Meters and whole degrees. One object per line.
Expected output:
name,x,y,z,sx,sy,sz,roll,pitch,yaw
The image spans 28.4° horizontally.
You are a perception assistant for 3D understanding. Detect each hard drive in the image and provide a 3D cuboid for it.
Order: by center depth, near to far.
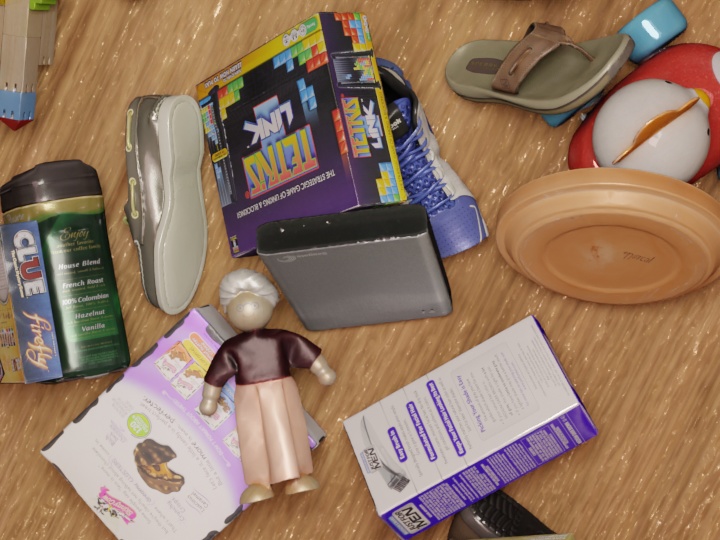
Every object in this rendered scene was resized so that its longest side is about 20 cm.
hard drive,0.000,0.000,1.222,0.139,0.200,0.033,-7,68,8

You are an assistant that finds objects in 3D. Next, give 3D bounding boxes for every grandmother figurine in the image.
grandmother figurine,-0.082,0.096,1.239,0.121,0.061,0.200,-11,85,-15

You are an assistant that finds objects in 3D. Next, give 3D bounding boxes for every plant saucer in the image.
plant saucer,0.213,-0.021,1.200,0.200,0.200,0.032,5,63,7

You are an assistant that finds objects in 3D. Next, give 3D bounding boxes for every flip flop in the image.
flip flop,0.144,-0.182,1.216,0.081,0.200,0.058,-53,128,-20

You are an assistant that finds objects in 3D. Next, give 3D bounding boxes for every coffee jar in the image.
coffee jar,-0.272,0.000,1.302,0.085,0.104,0.200,-10,91,-29

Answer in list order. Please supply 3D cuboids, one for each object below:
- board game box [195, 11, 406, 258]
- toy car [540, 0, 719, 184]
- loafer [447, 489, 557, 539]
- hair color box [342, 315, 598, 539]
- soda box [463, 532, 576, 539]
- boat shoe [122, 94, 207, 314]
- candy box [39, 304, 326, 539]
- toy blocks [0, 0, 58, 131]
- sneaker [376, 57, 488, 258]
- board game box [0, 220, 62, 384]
board game box,-0.057,-0.113,1.230,0.200,0.057,0.166,-20,80,51
toy car,0.257,-0.121,1.185,0.177,0.200,0.184,-37,88,7
loafer,0.160,0.276,1.284,0.200,0.073,0.071,42,129,4
hair color box,0.095,0.140,1.258,0.200,0.065,0.109,-29,48,6
soda box,0.102,0.277,1.229,0.200,0.064,0.068,-13,112,40
boat shoe,-0.184,-0.062,1.309,0.060,0.072,0.202,7,101,28
candy box,-0.162,0.159,1.310,0.200,0.072,0.168,-42,87,6
toy blocks,-0.364,-0.208,1.320,0.200,0.100,0.137,12,102,17
sneaker,0.035,-0.100,1.256,0.080,0.115,0.200,-28,88,8
board game box,-0.318,0.033,1.270,0.035,0.200,0.136,-10,91,-27
